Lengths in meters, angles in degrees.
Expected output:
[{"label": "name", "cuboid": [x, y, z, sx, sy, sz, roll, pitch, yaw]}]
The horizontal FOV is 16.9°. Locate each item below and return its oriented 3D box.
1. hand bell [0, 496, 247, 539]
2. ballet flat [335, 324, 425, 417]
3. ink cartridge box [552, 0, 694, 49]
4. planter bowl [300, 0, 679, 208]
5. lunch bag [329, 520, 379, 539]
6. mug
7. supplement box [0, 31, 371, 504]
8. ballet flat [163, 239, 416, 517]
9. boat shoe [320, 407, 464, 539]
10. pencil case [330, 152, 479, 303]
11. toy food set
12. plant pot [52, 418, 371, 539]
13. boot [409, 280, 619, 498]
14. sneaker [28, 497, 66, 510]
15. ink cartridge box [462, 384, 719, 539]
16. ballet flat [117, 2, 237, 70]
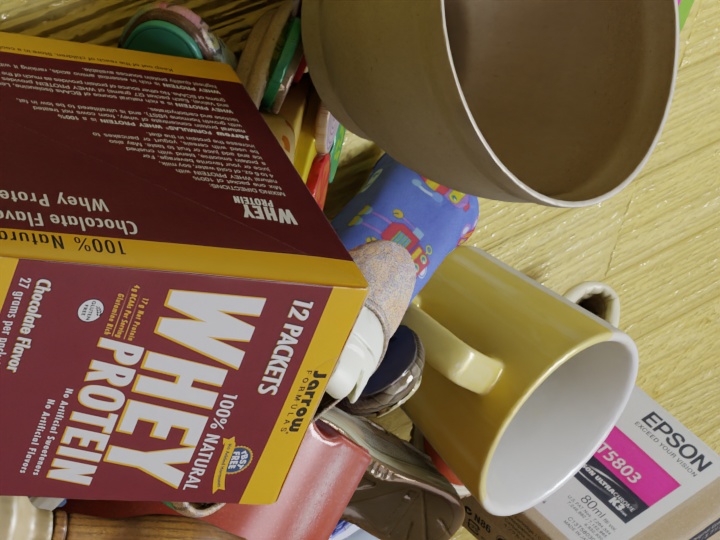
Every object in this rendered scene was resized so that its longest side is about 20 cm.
[{"label": "hand bell", "cuboid": [-0.162, 0.147, 1.353, 0.200, 0.104, 0.104, 10, 125, -12]}, {"label": "ballet flat", "cuboid": [0.000, 0.068, 1.526, 0.067, 0.046, 0.200, -35, -168, -15]}, {"label": "ink cartridge box", "cuboid": [0.149, -0.201, 1.431, 0.200, 0.148, 0.076, -15, 136, -46]}, {"label": "planter bowl", "cuboid": [0.056, -0.130, 1.266, 0.200, 0.135, 0.201, 2, 87, -48]}, {"label": "lunch bag", "cuboid": [-0.021, 0.216, 1.769, 0.160, 0.076, 0.200, -36, 147, -19]}, {"label": "mug", "cuboid": [0.083, 0.050, 1.631, 0.149, 0.153, 0.187, -36, 148, -22]}, {"label": "supplement box", "cuboid": [-0.136, -0.004, 1.162, 0.197, 0.200, 0.133, 5, 123, -31]}, {"label": "ballet flat", "cuboid": [-0.037, 0.067, 1.359, 0.200, 0.067, 0.068, -45, 118, 1]}, {"label": "boat shoe", "cuboid": [-0.017, 0.124, 1.625, 0.200, 0.065, 0.072, 27, 112, -31]}, {"label": "pencil case", "cuboid": [0.000, 0.000, 1.487, 0.087, 0.078, 0.200, -28, -165, 43]}, {"label": "toy food set", "cuboid": [-0.046, -0.060, 1.345, 0.200, 0.049, 0.198, 89, 15, -67]}, {"label": "plant pot", "cuboid": [-0.105, 0.153, 1.473, 0.195, 0.201, 0.201, -56, 151, -4]}, {"label": "boot", "cuboid": [0.112, 0.080, 1.739, 0.200, 0.075, 0.107, -46, -178, -38]}, {"label": "sneaker", "cuboid": [-0.178, 0.066, 1.387, 0.085, 0.077, 0.200, 34, 110, -33]}, {"label": "ink cartridge box", "cuboid": [0.166, 0.160, 1.826, 0.165, 0.200, 0.075, -31, 147, -31]}, {"label": "ballet flat", "cuboid": [-0.096, -0.082, 1.330, 0.071, 0.069, 0.200, -49, 157, -39]}]
